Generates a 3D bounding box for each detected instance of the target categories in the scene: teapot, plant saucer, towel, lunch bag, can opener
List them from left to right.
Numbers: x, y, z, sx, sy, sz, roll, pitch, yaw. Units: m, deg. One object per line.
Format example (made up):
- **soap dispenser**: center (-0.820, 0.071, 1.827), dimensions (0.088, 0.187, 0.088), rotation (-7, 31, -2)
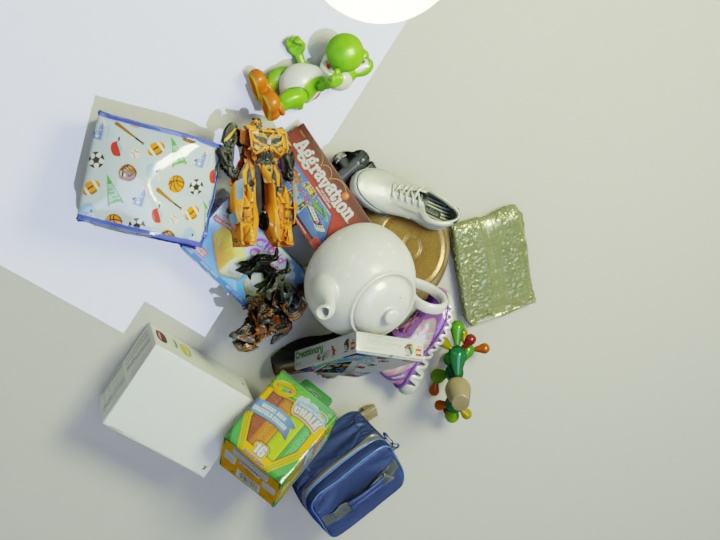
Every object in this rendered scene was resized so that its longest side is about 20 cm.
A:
- **lunch bag**: center (-0.320, -0.133, 1.525), dimensions (0.197, 0.124, 0.173), rotation (11, 90, -14)
- **can opener**: center (-0.062, -0.129, 1.647), dimensions (0.199, 0.063, 0.079), rotation (-36, 100, -3)
- **lunch bag**: center (-0.016, 0.357, 1.746), dimensions (0.199, 0.132, 0.137), rotation (-36, 133, -10)
- **teapot**: center (0.019, 0.034, 1.563), dimensions (0.199, 0.146, 0.198), rotation (-38, 137, -8)
- **plant saucer**: center (0.081, -0.039, 1.702), dimensions (0.198, 0.035, 0.204), rotation (-2, 93, -30)
- **towel**: center (0.236, -0.008, 1.793), dimensions (0.146, 0.036, 0.203), rotation (-18, 111, -11)

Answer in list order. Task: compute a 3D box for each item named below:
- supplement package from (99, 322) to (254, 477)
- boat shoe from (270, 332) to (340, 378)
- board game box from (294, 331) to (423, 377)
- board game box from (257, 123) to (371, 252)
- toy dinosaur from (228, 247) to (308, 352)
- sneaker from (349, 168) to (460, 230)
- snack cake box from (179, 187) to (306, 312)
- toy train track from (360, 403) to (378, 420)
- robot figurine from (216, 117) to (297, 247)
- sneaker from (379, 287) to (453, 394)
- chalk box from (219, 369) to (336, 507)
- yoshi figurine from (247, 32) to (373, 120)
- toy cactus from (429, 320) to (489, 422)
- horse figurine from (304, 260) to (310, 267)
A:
- **supplement package**: center (-0.304, 0.214, 1.649), dimensions (0.199, 0.111, 0.157), rotation (34, 94, -24)
- **boat shoe**: center (-0.055, 0.153, 1.729), dimensions (0.197, 0.076, 0.075), rotation (-15, 113, -12)
- **board game box**: center (-0.006, 0.137, 1.601), dimensions (0.125, 0.199, 0.035), rotation (11, 72, -31)
- **board game box**: center (-0.077, -0.128, 1.608), dimensions (0.102, 0.019, 0.201), rotation (-35, 80, -2)
- **toy dinosaur**: center (-0.133, 0.043, 1.605), dimensions (0.201, 0.101, 0.137), rotation (-52, 134, -29)
- **sneaker**: center (0.078, -0.122, 1.638), dimensions (0.198, 0.071, 0.074), rotation (17, 75, -27)
- **snack cake box**: center (-0.191, -0.021, 1.638), dimensions (0.115, 0.067, 0.200), rotation (-45, 114, 0)
- **toy train track**: center (-0.060, 0.293, 1.788), dimensions (0.198, 0.033, 0.116), rotation (-28, 131, -17)
- **robot figurine**: center (-0.153, -0.138, 1.550), dimensions (0.143, 0.058, 0.204), rotation (-2, 89, -39)
- **sneaker**: center (0.092, 0.118, 1.760), dimensions (0.088, 0.080, 0.202), rotation (24, 98, -22)
- **chalk box**: center (-0.124, 0.263, 1.656), dimensions (0.124, 0.124, 0.200), rotation (35, 59, 9)
- **yoshi figurine**: center (-0.072, -0.318, 1.568), dimensions (0.198, 0.112, 0.114), rotation (-23, 105, -13)
- **toy cactus**: center (0.176, 0.197, 1.765), dimensions (0.101, 0.165, 0.203), rotation (11, 112, -5)
- **horse figurine**: center (0.000, 0.000, 1.710), dimensions (0.133, 0.050, 0.200), rotation (-45, 108, -9)
